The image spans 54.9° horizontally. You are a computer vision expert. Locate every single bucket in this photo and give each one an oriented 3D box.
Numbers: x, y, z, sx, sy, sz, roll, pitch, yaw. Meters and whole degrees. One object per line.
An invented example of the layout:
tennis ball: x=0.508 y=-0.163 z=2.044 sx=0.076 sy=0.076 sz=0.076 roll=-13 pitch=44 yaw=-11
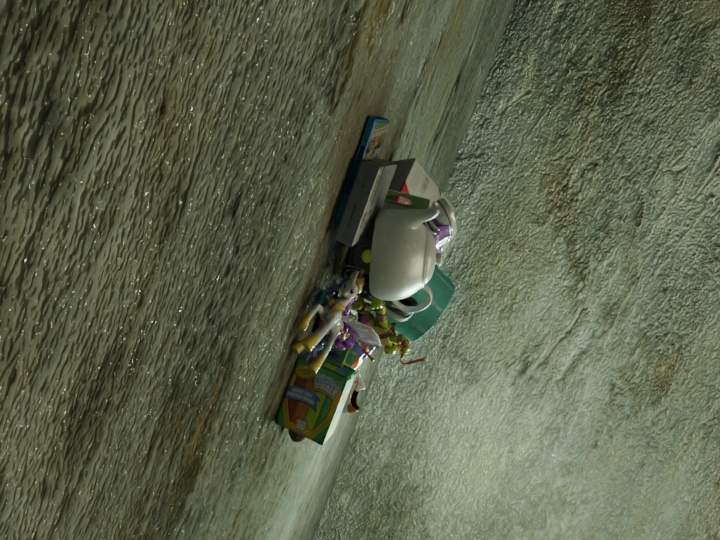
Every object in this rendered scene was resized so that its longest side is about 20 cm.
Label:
bucket: x=0.125 y=0.060 z=1.687 sx=0.208 sy=0.134 sz=0.208 roll=-50 pitch=-170 yaw=12

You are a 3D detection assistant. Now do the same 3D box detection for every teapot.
teapot: x=0.096 y=-0.025 z=1.426 sx=0.200 sy=0.142 sz=0.202 roll=72 pitch=25 yaw=-80

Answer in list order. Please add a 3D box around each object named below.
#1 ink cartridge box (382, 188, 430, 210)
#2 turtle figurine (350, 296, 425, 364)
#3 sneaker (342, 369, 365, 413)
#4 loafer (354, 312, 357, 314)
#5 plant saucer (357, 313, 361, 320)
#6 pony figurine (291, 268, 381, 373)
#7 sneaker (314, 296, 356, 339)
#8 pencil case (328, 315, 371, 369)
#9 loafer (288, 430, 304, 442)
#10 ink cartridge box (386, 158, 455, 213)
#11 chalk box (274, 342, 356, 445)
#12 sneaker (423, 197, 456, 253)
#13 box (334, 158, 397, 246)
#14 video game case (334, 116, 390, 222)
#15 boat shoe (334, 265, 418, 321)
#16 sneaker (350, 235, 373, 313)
ink cartridge box: x=0.081 y=-0.133 z=1.567 sx=0.201 sy=0.142 sz=0.049 roll=97 pitch=8 yaw=-58
turtle figurine: x=0.054 y=0.131 z=1.524 sx=0.064 sy=0.198 sz=0.163 roll=-44 pitch=123 yaw=-31
sneaker: x=-0.021 y=0.264 z=1.780 sx=0.072 sy=0.083 sz=0.205 roll=2 pitch=90 yaw=-65
loafer: x=-0.008 y=0.071 z=1.771 sx=0.076 sy=0.066 sz=0.203 roll=-55 pitch=164 yaw=-55
plant saucer: x=0.017 y=0.108 z=1.922 sx=0.200 sy=0.029 sz=0.205 roll=-177 pitch=-90 yaw=-83
pony figurine: x=-0.051 y=0.108 z=1.417 sx=0.200 sy=0.165 sz=0.195 roll=-47 pitch=155 yaw=-23
sneaker: x=-0.045 y=0.122 z=1.616 sx=0.200 sy=0.081 sz=0.079 roll=-46 pitch=156 yaw=-71
pencil case: x=-0.034 y=0.201 z=1.675 sx=0.200 sy=0.089 sz=0.088 roll=-45 pitch=176 yaw=13
loafer: x=-0.129 y=0.338 z=1.707 sx=0.201 sy=0.072 sz=0.071 roll=-54 pitch=175 yaw=-44
ink cartridge box: x=0.134 y=-0.152 z=1.710 sx=0.200 sy=0.082 sz=0.147 roll=44 pitch=61 yaw=-36
chalk box: x=-0.090 y=0.258 z=1.541 sx=0.124 sy=0.122 sz=0.204 roll=-1 pitch=111 yaw=-81
sneaker: x=0.142 y=-0.072 z=1.512 sx=0.113 sy=0.073 sz=0.202 roll=-25 pitch=155 yaw=-17
box: x=0.014 y=-0.140 z=1.374 sx=0.200 sy=0.040 sz=0.159 roll=-37 pitch=148 yaw=-73
video game case: x=0.005 y=-0.200 z=1.361 sx=0.143 sy=0.017 sz=0.204 roll=-38 pitch=149 yaw=-73
boat shoe: x=0.039 y=0.040 z=1.539 sx=0.064 sy=0.197 sz=0.072 roll=-50 pitch=-165 yaw=56
sneaker: x=0.000 y=0.000 z=1.634 sx=0.078 sy=0.064 sz=0.205 roll=-155 pitch=-116 yaw=-70
